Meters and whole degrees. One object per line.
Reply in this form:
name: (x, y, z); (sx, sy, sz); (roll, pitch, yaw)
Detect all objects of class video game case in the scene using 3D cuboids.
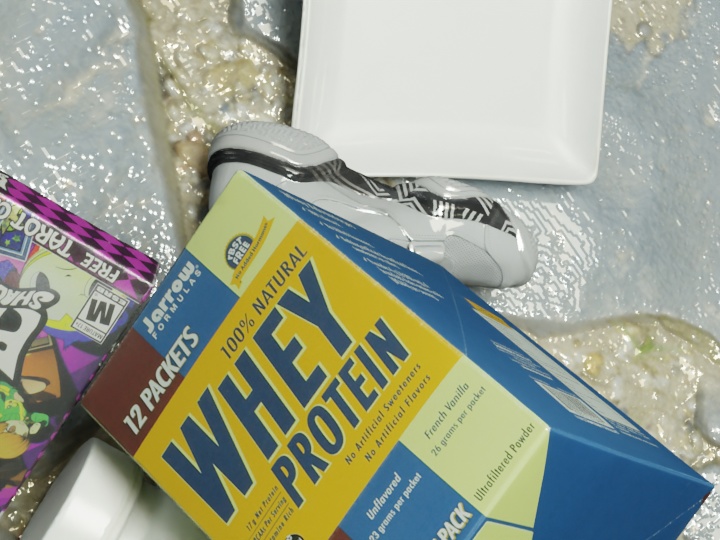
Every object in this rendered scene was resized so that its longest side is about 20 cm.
video game case: (-0.224, 0.022, 0.797); (0.200, 0.181, 0.036); (32, 16, -13)

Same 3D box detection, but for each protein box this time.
protein box: (0.021, 0.082, 0.811); (0.200, 0.135, 0.199); (40, 9, 32)

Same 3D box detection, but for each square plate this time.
square plate: (0.056, -0.153, 1.028); (0.200, 0.028, 0.198); (1, 99, -20)

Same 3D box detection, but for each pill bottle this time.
pill bottle: (-0.067, 0.168, 0.841); (0.200, 0.113, 0.113); (33, 60, -11)

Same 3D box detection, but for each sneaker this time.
sneaker: (0.000, 0.000, 0.966); (0.200, 0.075, 0.115); (20, 64, -14)
